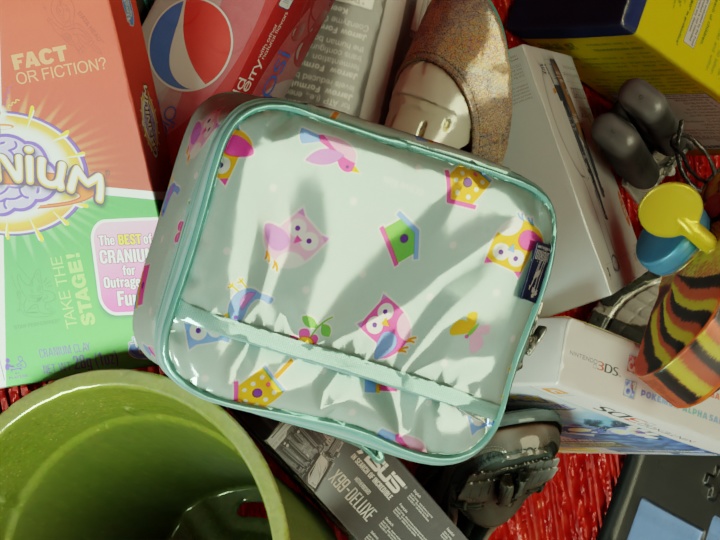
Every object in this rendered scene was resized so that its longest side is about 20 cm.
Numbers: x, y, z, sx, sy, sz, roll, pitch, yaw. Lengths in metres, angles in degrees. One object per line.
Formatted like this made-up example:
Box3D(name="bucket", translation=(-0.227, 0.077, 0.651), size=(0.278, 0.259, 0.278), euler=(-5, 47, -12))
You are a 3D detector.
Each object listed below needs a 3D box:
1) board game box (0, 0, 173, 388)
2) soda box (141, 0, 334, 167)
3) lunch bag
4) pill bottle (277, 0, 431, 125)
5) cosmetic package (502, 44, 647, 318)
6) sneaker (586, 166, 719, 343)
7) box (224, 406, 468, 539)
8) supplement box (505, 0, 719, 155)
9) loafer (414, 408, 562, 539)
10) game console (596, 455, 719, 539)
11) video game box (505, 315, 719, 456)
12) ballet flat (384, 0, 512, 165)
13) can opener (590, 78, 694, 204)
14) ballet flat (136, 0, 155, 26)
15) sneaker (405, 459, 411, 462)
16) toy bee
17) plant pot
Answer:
Box3D(name="board game box", translation=(-0.172, -0.043, 1.059), size=(0.040, 0.153, 0.200), euler=(-55, 134, -71))
Box3D(name="soda box", translation=(-0.093, -0.085, 1.116), size=(0.200, 0.070, 0.063), euler=(-62, 159, 5))
Box3D(name="lunch bag", translation=(-0.004, 0.009, 1.030), size=(0.200, 0.077, 0.161), euler=(18, 89, -21))
Box3D(name="pill bottle", translation=(-0.029, -0.089, 1.186), size=(0.113, 0.113, 0.200), euler=(15, 88, -39))
Box3D(name="cosmetic package", translation=(0.118, -0.055, 1.258), size=(0.200, 0.052, 0.151), euler=(-18, 90, -76))
Box3D(name="sneaker", translation=(0.225, 0.018, 1.429), size=(0.200, 0.074, 0.085), euler=(-47, 160, -8))
Box3D(name="box", translation=(-0.011, 0.113, 1.188), size=(0.050, 0.158, 0.200), euler=(-43, 120, -6))
Box3D(name="supplement box", translation=(0.212, -0.164, 1.382), size=(0.200, 0.109, 0.110), euler=(29, 75, -37))
Box3D(name="loafer", translation=(0.080, 0.129, 1.242), size=(0.072, 0.200, 0.063), euler=(-6, 76, -11))
Box3D(name="game console", translation=(0.227, 0.226, 1.474), size=(0.177, 0.031, 0.200), euler=(31, 73, -37))
Box3D(name="video game box", translation=(0.112, 0.073, 1.258), size=(0.182, 0.200, 0.047), euler=(23, 72, -37))
Box3D(name="ballet flat", translation=(0.042, -0.057, 1.142), size=(0.067, 0.068, 0.200), euler=(-27, 127, -42))
Box3D(name="can opener", translation=(0.170, -0.087, 1.331), size=(0.053, 0.067, 0.200), euler=(-51, 163, 3))
Box3D(name="ballet flat", translation=(-0.138, -0.141, 1.128), size=(0.200, 0.064, 0.076), euler=(-52, 159, -24))
Box3D(name="sneaker", translation=(0.000, 0.000, 1.110), size=(0.085, 0.077, 0.200), euler=(-36, 108, -6))
Box3D(name="toy bee", translation=(0.209, -0.025, 1.179), size=(0.131, 0.109, 0.200), euler=(18, 55, -37))
Box3D(name="plant pot", translation=(-0.094, 0.163, 1.103), size=(0.190, 0.200, 0.201), euler=(26, 75, -67))
